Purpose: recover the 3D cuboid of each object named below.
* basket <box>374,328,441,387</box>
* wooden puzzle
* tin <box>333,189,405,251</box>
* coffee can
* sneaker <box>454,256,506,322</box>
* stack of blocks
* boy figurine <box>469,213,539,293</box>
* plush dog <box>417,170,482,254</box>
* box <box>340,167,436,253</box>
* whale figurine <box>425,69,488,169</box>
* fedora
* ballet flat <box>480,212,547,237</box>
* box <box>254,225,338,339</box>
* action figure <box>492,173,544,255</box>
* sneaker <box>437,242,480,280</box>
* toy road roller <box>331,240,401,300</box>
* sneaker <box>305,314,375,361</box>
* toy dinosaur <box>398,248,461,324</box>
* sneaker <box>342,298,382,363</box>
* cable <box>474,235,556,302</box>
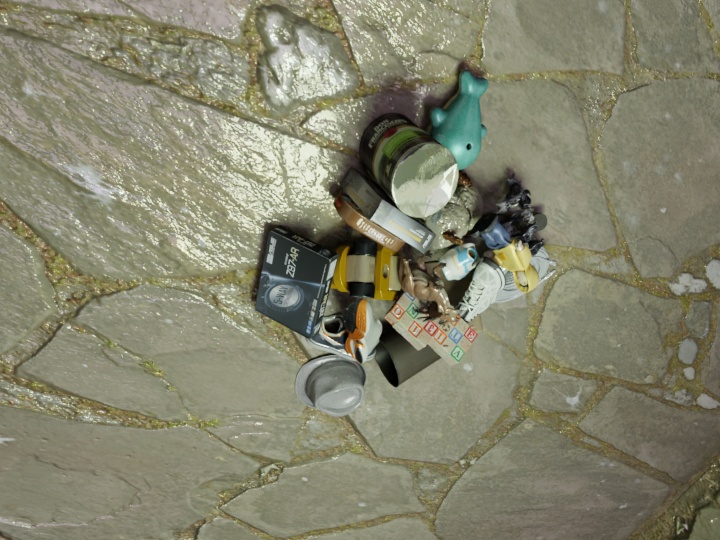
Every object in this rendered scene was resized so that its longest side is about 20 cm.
[{"bbox_3d":[0.145,0.190,1.461,0.195,0.180,0.139,-25,85,-14],"label":"basket"},{"bbox_3d":[0.205,0.072,1.421,0.193,0.037,0.192,-5,77,-21],"label":"wooden puzzle"},{"bbox_3d":[0.023,-0.107,1.255,0.197,0.113,0.042,29,108,-31],"label":"tin"},{"bbox_3d":[0.095,-0.219,1.162,0.141,0.201,0.151,-10,122,-16],"label":"coffee can"},{"bbox_3d":[0.274,0.060,1.328,0.115,0.075,0.202,-44,155,-19],"label":"sneaker"},{"bbox_3d":[0.165,0.130,1.336,0.199,0.059,0.116,43,70,0],"label":"stack of blocks"},{"bbox_3d":[0.329,-0.034,1.277,0.201,0.123,0.065,49,64,-18],"label":"boy figurine"},{"bbox_3d":[0.218,-0.132,1.312,0.170,0.159,0.205,-35,129,-27],"label":"plush dog"},{"bbox_3d":[0.055,-0.129,1.200,0.156,0.201,0.049,28,105,-32],"label":"box"},{"bbox_3d":[0.219,-0.314,1.214,0.155,0.104,0.205,12,109,-29],"label":"whale figurine"},{"bbox_3d":[-0.068,0.315,1.480,0.194,0.091,0.182,4,117,-23],"label":"fedora"},{"bbox_3d":[0.377,-0.116,1.434,0.193,0.046,0.070,-9,103,-13],"label":"ballet flat"},{"bbox_3d":[-0.144,0.027,1.253,0.157,0.043,0.205,25,117,16],"label":"box"},{"bbox_3d":[0.365,-0.134,1.343,0.100,0.205,0.119,-25,136,23],"label":"action figure"},{"bbox_3d":[0.248,-0.025,1.355,0.079,0.199,0.078,-27,88,22],"label":"sneaker"},{"bbox_3d":[0.000,0.000,1.308,0.198,0.142,0.128,9,84,-57],"label":"toy road roller"},{"bbox_3d":[-0.036,0.166,1.413,0.195,0.079,0.081,17,118,-27],"label":"sneaker"},{"bbox_3d":[0.138,0.040,1.282,0.085,0.198,0.138,-30,148,-39],"label":"toy dinosaur"},{"bbox_3d":[0.012,0.123,1.324,0.091,0.075,0.203,-39,151,-31],"label":"sneaker"},{"bbox_3d":[0.388,-0.004,1.462,0.199,0.070,0.198,-40,137,20],"label":"cable"}]
